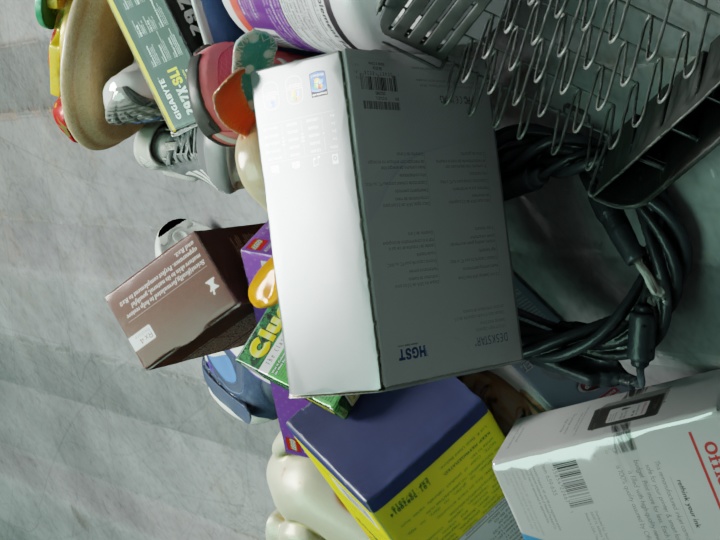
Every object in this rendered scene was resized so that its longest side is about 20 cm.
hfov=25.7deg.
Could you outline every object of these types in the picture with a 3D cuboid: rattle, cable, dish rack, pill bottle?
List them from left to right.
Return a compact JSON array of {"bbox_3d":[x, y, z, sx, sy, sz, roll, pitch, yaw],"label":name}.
[{"bbox_3d":[-0.070,-0.063,1.046,0.143,0.130,0.200,4,159,45],"label":"rattle"},{"bbox_3d":[0.003,-0.194,1.020,0.200,0.111,0.112,16,130,50],"label":"pill bottle"},{"bbox_3d":[0.117,-0.015,1.028,0.200,0.051,0.163,24,121,35],"label":"cable"},{"bbox_3d":[0.109,-0.121,0.884,0.200,0.055,0.153,23,148,-12],"label":"dish rack"}]

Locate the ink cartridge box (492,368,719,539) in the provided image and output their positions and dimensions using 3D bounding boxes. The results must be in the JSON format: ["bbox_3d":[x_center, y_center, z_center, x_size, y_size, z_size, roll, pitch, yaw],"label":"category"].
[{"bbox_3d":[0.201,0.137,1.017,0.200,0.067,0.116,-17,104,28],"label":"ink cartridge box"}]

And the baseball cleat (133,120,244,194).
[{"bbox_3d":[-0.136,-0.096,1.282,0.200,0.106,0.070,101,175,-85],"label":"baseball cleat"}]

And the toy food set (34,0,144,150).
[{"bbox_3d":[-0.191,-0.194,1.251,0.049,0.200,0.198,18,129,15],"label":"toy food set"}]

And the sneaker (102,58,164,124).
[{"bbox_3d":[-0.151,-0.165,1.229,0.074,0.200,0.087,-7,105,18],"label":"sneaker"}]

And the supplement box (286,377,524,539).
[{"bbox_3d":[0.051,0.158,1.155,0.110,0.109,0.200,39,165,46],"label":"supplement box"}]

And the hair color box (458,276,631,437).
[{"bbox_3d":[0.110,0.073,1.156,0.200,0.061,0.099,45,149,22],"label":"hair color box"}]

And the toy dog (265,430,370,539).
[{"bbox_3d":[0.030,0.201,1.337,0.200,0.140,0.194,19,141,32],"label":"toy dog"}]

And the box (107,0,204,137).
[{"bbox_3d":[-0.133,-0.217,1.167,0.049,0.160,0.200,-19,104,26],"label":"box"}]

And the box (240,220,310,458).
[{"bbox_3d":[-0.029,0.031,1.253,0.039,0.137,0.200,10,128,27],"label":"box"}]

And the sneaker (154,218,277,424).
[{"bbox_3d":[-0.139,0.061,1.513,0.200,0.081,0.146,47,146,9],"label":"sneaker"}]

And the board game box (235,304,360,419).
[{"bbox_3d":[0.000,0.000,1.130,0.105,0.200,0.023,24,169,38],"label":"board game box"}]

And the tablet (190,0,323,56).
[{"bbox_3d":[-0.076,-0.194,1.130,0.014,0.130,0.200,4,122,35],"label":"tablet"}]

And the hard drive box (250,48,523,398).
[{"bbox_3d":[0.020,-0.030,0.980,0.077,0.156,0.200,-8,88,38],"label":"hard drive box"}]

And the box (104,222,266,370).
[{"bbox_3d":[-0.108,0.017,1.283,0.100,0.200,0.075,-34,83,20],"label":"box"}]

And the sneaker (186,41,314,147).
[{"bbox_3d":[-0.040,-0.128,1.092,0.087,0.200,0.074,-13,83,33],"label":"sneaker"}]
